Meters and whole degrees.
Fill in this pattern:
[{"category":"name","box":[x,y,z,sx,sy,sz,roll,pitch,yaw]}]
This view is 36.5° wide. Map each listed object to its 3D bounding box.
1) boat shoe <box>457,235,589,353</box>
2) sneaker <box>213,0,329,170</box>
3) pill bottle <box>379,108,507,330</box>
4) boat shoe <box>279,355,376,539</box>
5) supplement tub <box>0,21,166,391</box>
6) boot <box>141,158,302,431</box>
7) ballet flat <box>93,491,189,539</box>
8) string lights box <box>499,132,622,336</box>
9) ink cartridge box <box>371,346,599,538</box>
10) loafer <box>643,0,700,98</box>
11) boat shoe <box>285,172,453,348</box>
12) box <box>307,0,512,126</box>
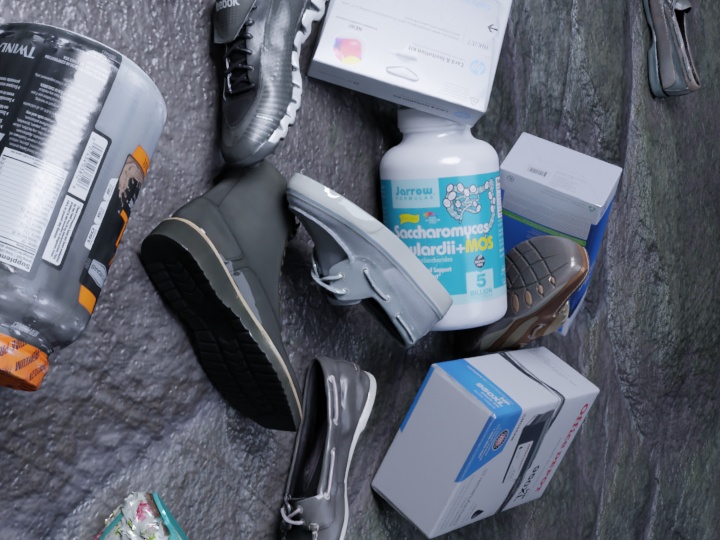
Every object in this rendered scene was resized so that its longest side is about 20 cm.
[{"category":"boat shoe","box":[0.166,0.026,1.058,0.072,0.200,0.076,11,64,-21]},{"category":"sneaker","box":[-0.084,-0.177,0.848,0.090,0.066,0.200,36,61,-42]},{"category":"pill bottle","box":[0.075,-0.051,1.008,0.111,0.111,0.200,-14,102,-49]},{"category":"boat shoe","box":[-0.041,0.169,0.921,0.057,0.067,0.200,28,65,-31]},{"category":"supplement tub","box":[-0.204,-0.037,0.660,0.122,0.122,0.200,36,65,-45]},{"category":"boot","box":[-0.072,0.015,0.866,0.138,0.077,0.200,-52,130,-41]},{"category":"ballet flat","box":[-0.134,0.245,0.815,0.064,0.076,0.200,-33,117,-10]},{"category":"string lights box","box":[0.182,-0.031,1.081,0.059,0.103,0.200,-55,160,-34]},{"category":"ink cartridge box","box":[0.125,0.160,1.056,0.200,0.084,0.145,-3,124,-50]},{"category":"loafer","box":[0.418,-0.331,1.447,0.072,0.063,0.200,-17,105,-49]},{"category":"boat shoe","box":[0.000,0.000,0.890,0.072,0.070,0.201,-53,128,-7]},{"category":"box","box":[0.054,-0.244,0.958,0.156,0.041,0.200,16,74,-7]}]
